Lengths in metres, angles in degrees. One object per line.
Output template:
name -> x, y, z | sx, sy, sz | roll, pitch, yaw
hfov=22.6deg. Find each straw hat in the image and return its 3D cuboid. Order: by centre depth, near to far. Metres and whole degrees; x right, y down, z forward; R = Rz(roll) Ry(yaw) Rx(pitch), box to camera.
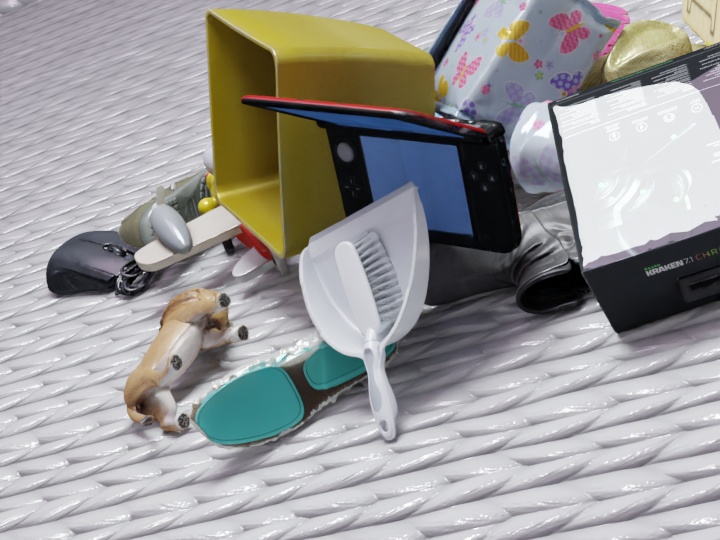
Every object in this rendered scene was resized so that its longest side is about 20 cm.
straw hat -> 0.276, -0.192, 1.729 | 0.200, 0.085, 0.202 | -8, 45, 8

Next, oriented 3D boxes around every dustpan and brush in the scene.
dustpan and brush -> 0.011, 0.042, 1.489 | 0.139, 0.201, 0.057 | -28, -17, 37

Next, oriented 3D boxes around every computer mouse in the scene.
computer mouse -> -0.296, -0.019, 2.096 | 0.199, 0.053, 0.139 | -7, 29, 40

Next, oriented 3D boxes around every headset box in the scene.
headset box -> 0.257, -0.065, 1.445 | 0.173, 0.093, 0.201 | -20, 49, 15

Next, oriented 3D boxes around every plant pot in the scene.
plant pot -> -0.033, -0.147, 1.751 | 0.176, 0.201, 0.200 | -10, 23, -22

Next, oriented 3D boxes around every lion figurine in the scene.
lion figurine -> -0.178, 0.084, 1.706 | 0.122, 0.073, 0.200 | -13, 28, 47

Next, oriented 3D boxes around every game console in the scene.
game console -> 0.018, -0.083, 1.537 | 0.199, 0.173, 0.119 | 10, 32, 42

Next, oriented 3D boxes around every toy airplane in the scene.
toy airplane -> -0.124, -0.073, 1.909 | 0.198, 0.142, 0.200 | -9, 27, 35

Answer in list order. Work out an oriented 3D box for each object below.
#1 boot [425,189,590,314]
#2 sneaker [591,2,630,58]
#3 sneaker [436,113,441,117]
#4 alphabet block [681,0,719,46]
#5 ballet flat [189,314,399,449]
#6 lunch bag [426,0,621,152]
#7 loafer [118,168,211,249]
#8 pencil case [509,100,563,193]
boot -> 0.133, -0.002, 1.569 | 0.199, 0.070, 0.132 | -25, 26, 12
sneaker -> 0.236, -0.179, 1.854 | 0.081, 0.088, 0.201 | 11, 53, 12
sneaker -> 0.083, -0.101, 1.863 | 0.086, 0.075, 0.200 | 10, 46, 43
alphabet block -> 0.420, -0.309, 1.690 | 0.194, 0.201, 0.197 | 2, 22, -2
ballet flat -> -0.056, 0.097, 1.557 | 0.199, 0.072, 0.072 | -25, 20, -15
lunch bag -> 0.138, -0.212, 1.778 | 0.170, 0.127, 0.200 | -58, 19, 5
loafer -> -0.203, -0.072, 2.033 | 0.069, 0.076, 0.200 | -3, 13, 32
pencil case -> 0.233, -0.104, 1.622 | 0.199, 0.091, 0.083 | 6, 57, 37
